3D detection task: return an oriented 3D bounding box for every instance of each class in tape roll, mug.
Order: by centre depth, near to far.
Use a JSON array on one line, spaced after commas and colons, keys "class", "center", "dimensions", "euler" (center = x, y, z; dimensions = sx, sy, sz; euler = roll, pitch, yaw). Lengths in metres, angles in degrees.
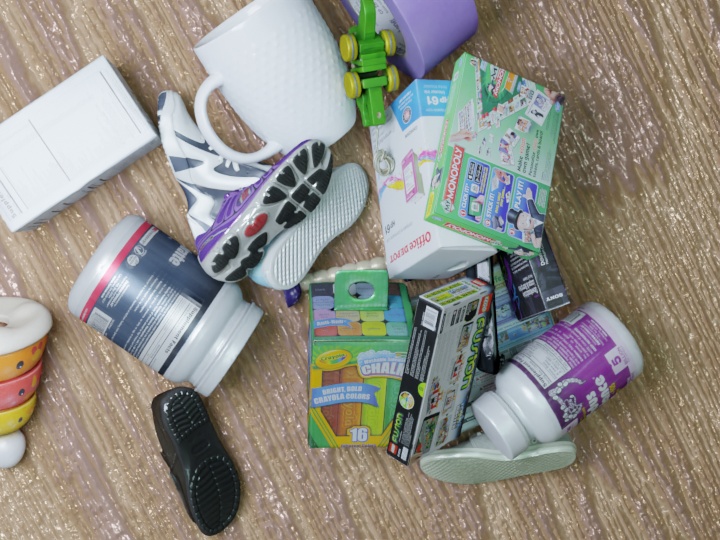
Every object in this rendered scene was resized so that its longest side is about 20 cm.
[{"class": "tape roll", "center": [0.041, -0.328, 1.207], "dimensions": [0.085, 0.200, 0.201], "euler": [-38, 96, -5]}, {"class": "mug", "center": [-0.105, -0.211, 1.220], "dimensions": [0.200, 0.147, 0.176], "euler": [-42, 111, -21]}]

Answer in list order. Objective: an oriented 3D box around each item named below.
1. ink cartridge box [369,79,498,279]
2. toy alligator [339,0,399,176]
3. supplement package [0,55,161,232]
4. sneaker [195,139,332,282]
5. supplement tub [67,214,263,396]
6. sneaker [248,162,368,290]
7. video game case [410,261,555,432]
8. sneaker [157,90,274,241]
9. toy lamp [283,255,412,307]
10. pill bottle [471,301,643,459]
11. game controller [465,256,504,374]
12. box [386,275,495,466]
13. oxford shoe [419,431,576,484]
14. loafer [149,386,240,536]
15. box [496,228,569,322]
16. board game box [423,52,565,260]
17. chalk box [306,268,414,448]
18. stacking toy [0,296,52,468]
[{"class": "ink cartridge box", "center": [0.084, -0.101, 1.222], "dimensions": [0.084, 0.144, 0.202], "euler": [-3, 76, -23]}, {"class": "toy alligator", "center": [0.009, -0.212, 1.207], "dimensions": [0.059, 0.054, 0.202], "euler": [-12, 109, -16]}, {"class": "supplement package", "center": [-0.347, -0.146, 1.230], "dimensions": [0.199, 0.110, 0.114], "euler": [-34, 96, -3]}, {"class": "sneaker", "center": [-0.118, -0.082, 1.198], "dimensions": [0.200, 0.084, 0.081], "euler": [-44, 141, 2]}, {"class": "supplement tub", "center": [-0.229, 0.042, 1.236], "dimensions": [0.199, 0.140, 0.141], "euler": [35, 90, -6]}, {"class": "sneaker", "center": [-0.071, -0.061, 1.275], "dimensions": [0.200, 0.081, 0.074], "euler": [-48, 124, -29]}, {"class": "video game case", "center": [0.154, 0.097, 1.333], "dimensions": [0.198, 0.022, 0.184], "euler": [-22, 95, -3]}, {"class": "sneaker", "center": [-0.163, -0.132, 1.263], "dimensions": [0.128, 0.079, 0.201], "euler": [-18, 95, -5]}, {"class": "toy lamp", "center": [0.000, 0.000, 1.297], "dimensions": [0.198, 0.058, 0.059], "euler": [-15, 95, -3]}, {"class": "pill bottle", "center": [0.236, 0.137, 1.270], "dimensions": [0.199, 0.112, 0.113], "euler": [-36, 96, -8]}, {"class": "game controller", "center": [0.151, 0.023, 1.264], "dimensions": [0.042, 0.104, 0.203], "euler": [-3, 89, 12]}, {"class": "box", "center": [0.091, 0.114, 1.189], "dimensions": [0.035, 0.110, 0.202], "euler": [25, 116, 32]}, {"class": "oxford shoe", "center": [0.173, 0.228, 1.328], "dimensions": [0.197, 0.076, 0.058], "euler": [-9, 53, 3]}, {"class": "loafer", "center": [-0.206, 0.231, 1.293], "dimensions": [0.073, 0.071, 0.202], "euler": [-24, 109, -34]}, {"class": "box", "center": [0.188, -0.043, 1.251], "dimensions": [0.036, 0.143, 0.202], "euler": [-15, 84, -6]}, {"class": "board game box", "center": [0.151, -0.128, 1.160], "dimensions": [0.133, 0.029, 0.202], "euler": [19, 69, -16]}, {"class": "chalk box", "center": [-0.001, 0.093, 1.230], "dimensions": [0.123, 0.124, 0.202], "euler": [-1, 122, -5]}, {"class": "stacking toy", "center": [-0.432, 0.144, 1.251], "dimensions": [0.144, 0.146, 0.202], "euler": [-3, 113, -5]}]
